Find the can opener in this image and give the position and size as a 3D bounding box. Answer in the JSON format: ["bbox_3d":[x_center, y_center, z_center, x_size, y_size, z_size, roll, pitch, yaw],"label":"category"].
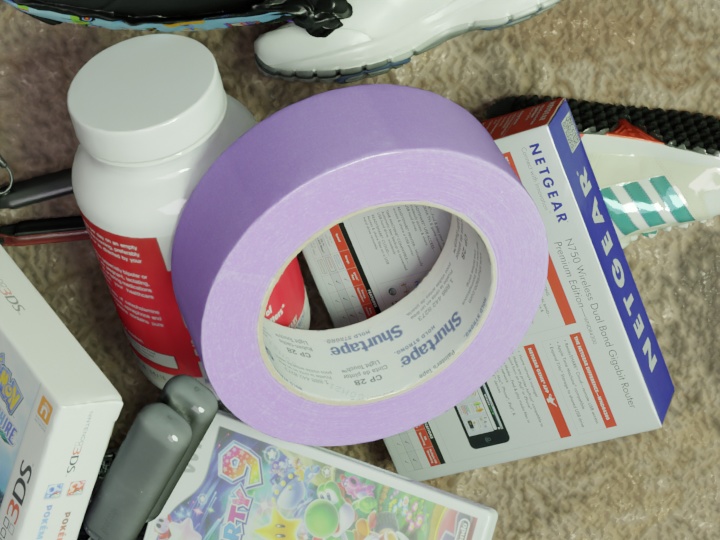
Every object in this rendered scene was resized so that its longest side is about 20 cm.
[{"bbox_3d":[-0.144,0.121,1.088,0.067,0.053,0.201,37,135,6],"label":"can opener"}]

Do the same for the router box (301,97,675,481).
[{"bbox_3d":[0.072,0.018,1.170,0.178,0.049,0.201,-14,108,25],"label":"router box"}]

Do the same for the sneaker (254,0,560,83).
[{"bbox_3d":[0.026,-0.167,1.147,0.198,0.075,0.088,-22,95,-6],"label":"sneaker"}]

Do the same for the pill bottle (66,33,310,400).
[{"bbox_3d":[-0.100,-0.030,1.107,0.111,0.113,0.201,-15,133,-1],"label":"pill bottle"}]

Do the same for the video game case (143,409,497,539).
[{"bbox_3d":[-0.033,0.173,1.099,0.198,0.018,0.145,17,93,22],"label":"video game case"}]

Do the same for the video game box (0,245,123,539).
[{"bbox_3d":[-0.222,0.089,1.111,0.047,0.200,0.183,-2,124,-41],"label":"video game box"}]

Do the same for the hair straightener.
[{"bbox_3d":[-0.231,-0.051,1.170,0.198,0.041,0.078,-6,106,1],"label":"hair straightener"}]

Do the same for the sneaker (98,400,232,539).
[{"bbox_3d":[-0.139,0.121,1.188,0.198,0.076,0.114,17,125,-15],"label":"sneaker"}]

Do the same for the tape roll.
[{"bbox_3d":[0.000,0.000,1.057,0.198,0.066,0.201,-13,130,-15],"label":"tape roll"}]

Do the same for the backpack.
[{"bbox_3d":[-0.102,-0.193,1.030,0.198,0.183,0.136,0,96,1],"label":"backpack"}]

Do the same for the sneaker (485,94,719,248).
[{"bbox_3d":[0.168,-0.047,1.191,0.198,0.070,0.094,8,114,-5],"label":"sneaker"}]
